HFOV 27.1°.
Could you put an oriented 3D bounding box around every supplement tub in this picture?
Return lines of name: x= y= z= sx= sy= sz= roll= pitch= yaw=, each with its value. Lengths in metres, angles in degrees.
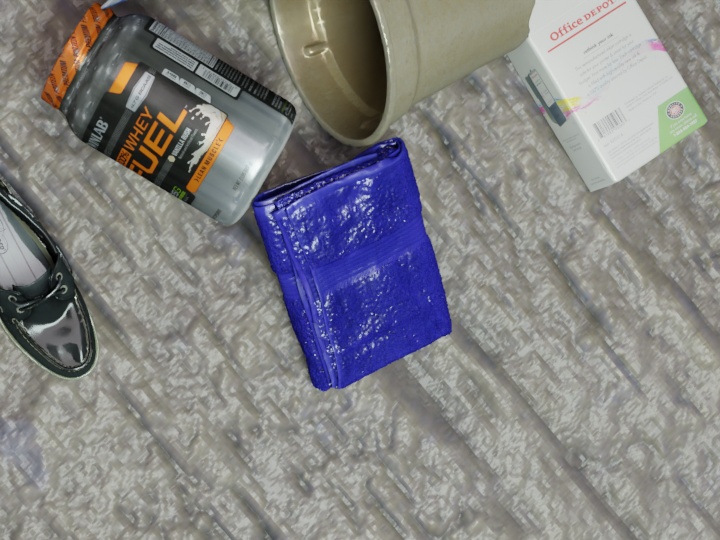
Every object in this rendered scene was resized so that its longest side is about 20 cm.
supplement tub: x=-0.165 y=-0.137 z=1.288 sx=0.199 sy=0.123 sz=0.123 roll=30 pitch=79 yaw=-8

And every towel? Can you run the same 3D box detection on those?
towel: x=0.000 y=0.000 z=1.305 sx=0.147 sy=0.050 sz=0.201 roll=-24 pitch=120 yaw=-13

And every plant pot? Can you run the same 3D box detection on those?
plant pot: x=0.046 y=-0.233 z=1.324 sx=0.182 sy=0.200 sz=0.202 roll=-22 pitch=90 yaw=-25

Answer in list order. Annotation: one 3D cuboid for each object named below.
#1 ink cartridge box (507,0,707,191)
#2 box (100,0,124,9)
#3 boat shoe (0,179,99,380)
ink cartridge box: x=0.220 y=-0.191 z=1.407 sx=0.117 sy=0.067 sz=0.201 roll=-32 pitch=93 yaw=-13
box: x=-0.127 y=-0.289 z=1.272 sx=0.199 sy=0.122 sz=0.048 roll=-27 pitch=89 yaw=-42
boat shoe: x=-0.285 y=0.003 z=1.276 sx=0.074 sy=0.066 sz=0.201 roll=-25 pitch=91 yaw=-14
